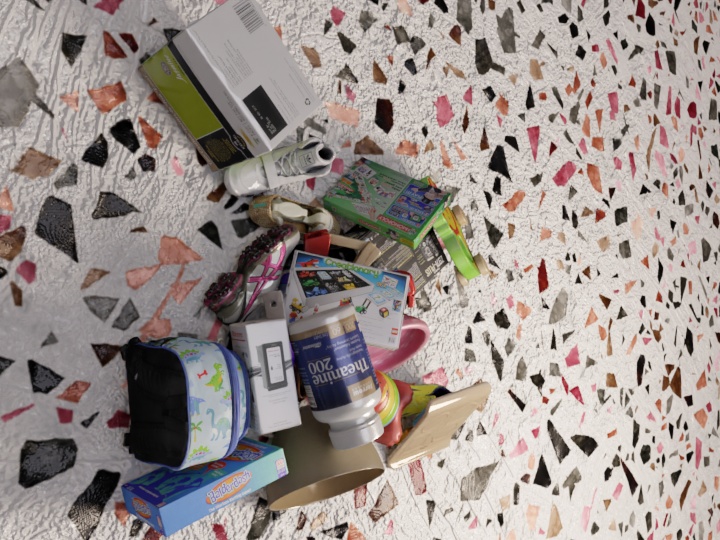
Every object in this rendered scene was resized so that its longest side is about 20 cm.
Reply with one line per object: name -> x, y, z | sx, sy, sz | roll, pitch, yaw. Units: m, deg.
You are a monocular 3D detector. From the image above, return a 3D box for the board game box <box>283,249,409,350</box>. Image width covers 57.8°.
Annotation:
board game box -> -0.025, 0.050, 1.081 | 0.198, 0.035, 0.127 | 13, 75, -6

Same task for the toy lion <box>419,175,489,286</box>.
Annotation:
toy lion -> 0.174, -0.087, 1.307 | 0.192, 0.068, 0.201 | 35, 31, -58

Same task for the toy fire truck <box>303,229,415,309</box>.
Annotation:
toy fire truck -> 0.000, 0.000, 1.147 | 0.198, 0.049, 0.142 | -2, 105, -8

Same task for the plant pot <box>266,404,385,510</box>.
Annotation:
plant pot -> -0.073, 0.302, 1.095 | 0.199, 0.200, 0.135 | 2, 57, -39

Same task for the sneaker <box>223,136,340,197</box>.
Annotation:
sneaker -> -0.129, -0.180, 1.108 | 0.199, 0.114, 0.076 | -24, 102, -38

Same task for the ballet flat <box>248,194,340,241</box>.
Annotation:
ballet flat -> -0.101, -0.090, 1.157 | 0.199, 0.065, 0.071 | 8, 79, -39

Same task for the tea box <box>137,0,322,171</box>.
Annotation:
tea box -> -0.202, -0.282, 1.002 | 0.134, 0.196, 0.201 | -49, 117, -30

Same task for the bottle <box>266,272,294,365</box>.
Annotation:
bottle -> -0.128, 0.105, 1.111 | 0.065, 0.083, 0.202 | 28, 71, -34

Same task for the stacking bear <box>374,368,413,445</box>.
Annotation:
stacking bear -> 0.016, 0.221, 1.144 | 0.200, 0.113, 0.122 | 63, 44, -64

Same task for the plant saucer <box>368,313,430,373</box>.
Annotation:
plant saucer -> 0.030, 0.138, 1.192 | 0.199, 0.201, 0.051 | -4, 55, -39

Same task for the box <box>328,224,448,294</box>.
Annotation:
box -> 0.057, -0.028, 1.269 | 0.200, 0.086, 0.165 | -41, 112, -33

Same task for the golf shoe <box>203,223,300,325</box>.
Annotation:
golf shoe -> -0.167, 0.009, 1.092 | 0.200, 0.072, 0.092 | -48, 123, -15

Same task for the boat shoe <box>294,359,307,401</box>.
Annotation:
boat shoe -> -0.085, 0.139, 1.154 | 0.072, 0.067, 0.202 | 33, 67, -33

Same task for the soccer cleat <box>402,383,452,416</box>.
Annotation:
soccer cleat -> 0.107, 0.258, 1.293 | 0.199, 0.083, 0.065 | 0, 87, -39

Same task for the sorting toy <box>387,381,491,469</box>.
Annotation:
sorting toy -> 0.153, 0.303, 1.298 | 0.184, 0.037, 0.201 | -9, 138, -39

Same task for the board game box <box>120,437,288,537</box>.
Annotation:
board game box -> -0.231, 0.311, 0.970 | 0.199, 0.151, 0.045 | -17, 97, -39

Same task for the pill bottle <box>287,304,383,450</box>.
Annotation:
pill bottle -> -0.033, 0.161, 0.992 | 0.110, 0.111, 0.202 | -18, 91, -38

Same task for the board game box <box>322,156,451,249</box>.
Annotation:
board game box -> 0.048, -0.129, 1.212 | 0.135, 0.199, 0.029 | -50, 154, -29

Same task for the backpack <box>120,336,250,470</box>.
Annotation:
backpack -> -0.241, 0.185, 0.938 | 0.146, 0.199, 0.185 | -1, 87, -39

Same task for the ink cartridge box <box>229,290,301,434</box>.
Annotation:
ink cartridge box -> -0.151, 0.136, 0.999 | 0.067, 0.116, 0.202 | -8, 89, -24
